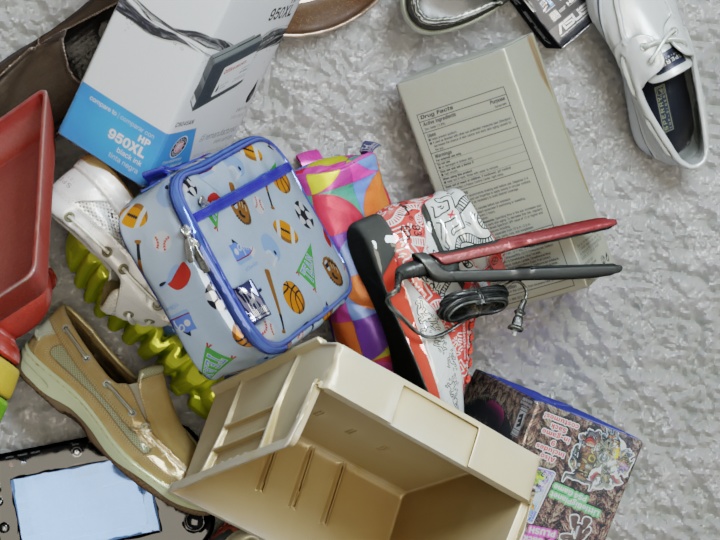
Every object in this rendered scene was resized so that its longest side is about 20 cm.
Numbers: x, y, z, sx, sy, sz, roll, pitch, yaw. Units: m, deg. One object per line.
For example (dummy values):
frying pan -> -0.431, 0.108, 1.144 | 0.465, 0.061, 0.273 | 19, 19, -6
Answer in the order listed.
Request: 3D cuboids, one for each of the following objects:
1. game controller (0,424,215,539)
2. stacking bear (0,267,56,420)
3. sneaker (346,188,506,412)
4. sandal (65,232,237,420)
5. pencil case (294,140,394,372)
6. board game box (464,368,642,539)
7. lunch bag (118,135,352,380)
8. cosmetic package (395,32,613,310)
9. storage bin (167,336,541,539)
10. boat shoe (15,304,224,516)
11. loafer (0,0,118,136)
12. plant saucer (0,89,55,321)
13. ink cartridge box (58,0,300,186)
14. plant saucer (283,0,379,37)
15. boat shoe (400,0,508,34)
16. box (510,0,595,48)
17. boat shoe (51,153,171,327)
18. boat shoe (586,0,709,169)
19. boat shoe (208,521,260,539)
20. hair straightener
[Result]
game controller -> -0.217, 0.185, 1.697 | 0.199, 0.042, 0.105 | -10, 96, -10
stacking bear -> -0.308, 0.068, 1.630 | 0.121, 0.114, 0.201 | 39, 80, -41
sneaker -> 0.072, 0.038, 1.652 | 0.108, 0.067, 0.202 | -23, 97, -19
sandal -> -0.149, 0.028, 1.686 | 0.200, 0.079, 0.087 | 47, 69, -13
pencil case -> 0.000, 0.000, 1.701 | 0.088, 0.088, 0.201 | -17, 97, -9
board game box -> 0.119, 0.197, 1.697 | 0.096, 0.159, 0.201 | 21, 90, -16
lunch bag -> -0.091, -0.016, 1.572 | 0.075, 0.200, 0.161 | -26, 93, 24
cosmetic package -> 0.116, -0.076, 1.702 | 0.105, 0.071, 0.201 | -14, 99, 28
storage bin -> -0.002, 0.150, 1.590 | 0.199, 0.198, 0.094 | 30, 62, -21
boat shoe -> -0.174, 0.105, 1.657 | 0.200, 0.072, 0.076 | 39, 102, 4
loafer -> -0.235, -0.152, 1.651 | 0.073, 0.071, 0.200 | 45, 86, -11
plant saucer -> -0.294, -0.012, 1.570 | 0.199, 0.200, 0.037 | -31, 129, 23
ink cartridge box -> -0.122, -0.175, 1.595 | 0.084, 0.145, 0.201 | 32, 110, 13
plant saucer -> -0.057, -0.284, 1.692 | 0.199, 0.037, 0.202 | -1, 95, -10
boat shoe -> 0.120, -0.252, 1.668 | 0.201, 0.061, 0.072 | -35, 99, -4
box -> 0.183, -0.302, 1.728 | 0.200, 0.049, 0.161 | -41, 102, -4
boat shoe -> -0.166, 0.010, 1.607 | 0.069, 0.071, 0.200 | -40, 100, -12
boat shoe -> 0.239, -0.173, 1.712 | 0.073, 0.065, 0.201 | -31, 118, -10
boat shoe -> -0.119, 0.294, 1.714 | 0.071, 0.063, 0.201 | 20, 92, -13
hair straightener -> 0.109, 0.013, 1.613 | 0.199, 0.041, 0.077 | -11, 92, -24
